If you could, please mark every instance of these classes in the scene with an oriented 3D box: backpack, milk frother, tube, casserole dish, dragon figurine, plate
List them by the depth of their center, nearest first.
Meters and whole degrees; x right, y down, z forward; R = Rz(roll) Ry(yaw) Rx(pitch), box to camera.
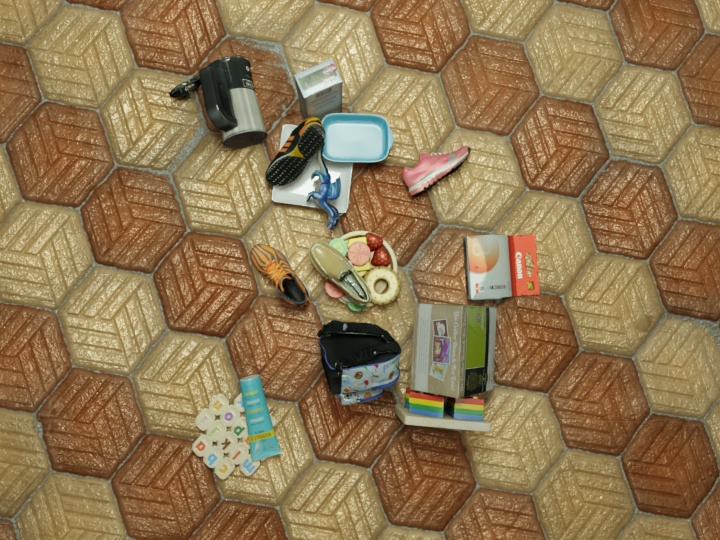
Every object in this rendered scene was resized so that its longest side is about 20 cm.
[{"bbox_3d":[0.004,0.223,1.256,0.186,0.201,0.157,-11,119,-10],"label":"backpack"},{"bbox_3d":[-0.255,0.364,1.294,0.076,0.050,0.205,-12,91,2],"label":"tube"},{"bbox_3d":[-0.078,-0.207,1.297,0.097,0.059,0.205,11,94,-5],"label":"dragon figurine"},{"bbox_3d":[-0.358,-0.404,1.306,0.197,0.179,0.193,-16,87,40],"label":"milk frother"},{"bbox_3d":[-0.015,-0.331,1.322,0.195,0.039,0.124,0,86,-4],"label":"casserole dish"},{"bbox_3d":[-0.117,-0.260,1.346,0.195,0.032,0.205,8,87,-2],"label":"plate"}]

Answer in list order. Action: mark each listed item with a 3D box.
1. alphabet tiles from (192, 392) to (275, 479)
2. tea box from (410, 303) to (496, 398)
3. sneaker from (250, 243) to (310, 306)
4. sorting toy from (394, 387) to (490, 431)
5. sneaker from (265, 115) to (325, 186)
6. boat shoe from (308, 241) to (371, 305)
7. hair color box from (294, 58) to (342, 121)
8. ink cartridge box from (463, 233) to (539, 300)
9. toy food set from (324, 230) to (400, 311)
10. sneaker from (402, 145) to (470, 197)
[{"bbox_3d":[-0.317,0.412,1.312,0.200,0.015,0.196,44,83,0],"label":"alphabet tiles"},{"bbox_3d":[0.224,0.184,1.243,0.131,0.195,0.205,1,85,37],"label":"tea box"},{"bbox_3d":[-0.197,0.007,1.289,0.200,0.112,0.078,43,86,0],"label":"sneaker"},{"bbox_3d":[0.190,0.325,1.249,0.194,0.200,0.071,6,83,-2],"label":"sorting toy"},{"bbox_3d":[-0.163,-0.297,1.298,0.069,0.091,0.200,33,115,-32],"label":"sneaker"},{"bbox_3d":[-0.046,0.003,1.266,0.199,0.076,0.072,41,87,0],"label":"boat shoe"},{"bbox_3d":[-0.099,-0.426,1.271,0.097,0.200,0.062,-24,88,-4],"label":"hair color box"},{"bbox_3d":[0.369,-0.010,1.348,0.195,0.050,0.167,-4,88,0],"label":"ink cartridge box"},{"bbox_3d":[0.000,0.000,1.331,0.193,0.049,0.205,-9,88,-3],"label":"toy food set"},{"bbox_3d":[0.194,-0.276,1.341,0.198,0.074,0.088,-34,88,-4],"label":"sneaker"}]
